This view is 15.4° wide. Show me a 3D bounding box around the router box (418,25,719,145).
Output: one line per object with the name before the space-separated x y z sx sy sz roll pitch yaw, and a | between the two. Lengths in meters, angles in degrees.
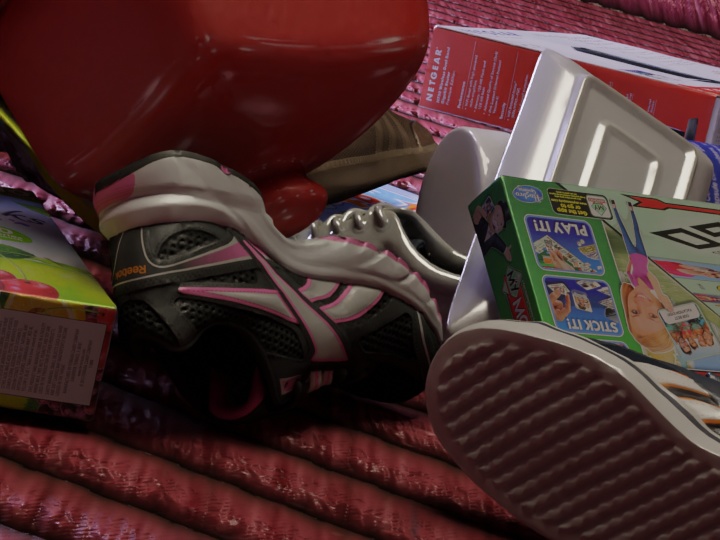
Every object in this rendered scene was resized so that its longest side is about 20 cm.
router box | 0.159 -0.098 1.545 0.179 0.049 0.200 17 11 27

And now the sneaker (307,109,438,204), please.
sneaker | -0.008 -0.076 1.355 0.070 0.076 0.200 -19 1 13

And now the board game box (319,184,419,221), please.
board game box | -0.054 -0.040 1.479 0.200 0.037 0.151 22 14 33

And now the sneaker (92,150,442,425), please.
sneaker | -0.042 0.028 1.099 0.080 0.087 0.200 -17 -29 36

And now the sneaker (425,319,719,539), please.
sneaker | 0.122 0.076 1.028 0.200 0.079 0.079 27 19 12

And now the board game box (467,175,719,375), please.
board game box | 0.151 0.030 1.195 0.200 0.029 0.135 6 55 -33

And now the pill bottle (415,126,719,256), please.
pill bottle | 0.134 -0.013 1.353 0.199 0.120 0.120 9 12 -19

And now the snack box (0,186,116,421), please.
snack box | -0.190 0.000 1.089 0.142 0.053 0.200 11 11 -19

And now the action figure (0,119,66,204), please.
action figure | -0.182 -0.082 1.375 0.200 0.069 0.130 23 -29 44

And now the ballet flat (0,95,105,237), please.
ballet flat | -0.136 -0.070 1.239 0.200 0.067 0.067 43 8 18

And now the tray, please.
tray | 0.110 -0.017 1.236 0.107 0.022 0.200 34 46 -13

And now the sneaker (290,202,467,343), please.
sneaker | 0.000 0.000 1.260 0.199 0.071 0.073 15 12 9

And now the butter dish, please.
butter dish | -0.055 -0.083 1.135 0.200 0.148 0.199 -6 -19 -41
